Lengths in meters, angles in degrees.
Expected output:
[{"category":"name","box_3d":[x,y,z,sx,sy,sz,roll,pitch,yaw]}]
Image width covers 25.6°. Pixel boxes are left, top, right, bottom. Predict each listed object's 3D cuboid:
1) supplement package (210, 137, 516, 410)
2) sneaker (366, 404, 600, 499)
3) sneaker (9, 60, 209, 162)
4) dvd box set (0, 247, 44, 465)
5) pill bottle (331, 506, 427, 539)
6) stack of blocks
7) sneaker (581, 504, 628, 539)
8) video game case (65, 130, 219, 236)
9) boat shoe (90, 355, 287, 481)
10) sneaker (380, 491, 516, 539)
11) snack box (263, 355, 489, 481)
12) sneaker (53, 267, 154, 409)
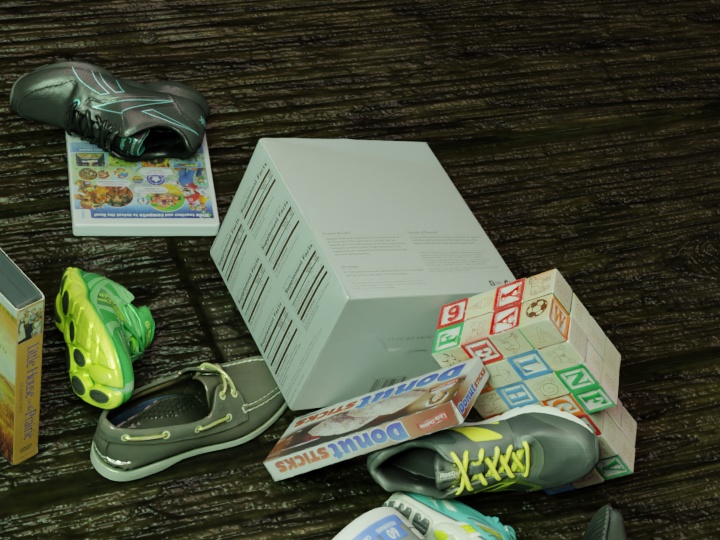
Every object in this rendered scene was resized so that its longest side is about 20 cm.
[{"category":"supplement package","box_3d":[0.000,0.000,1.442,0.191,0.147,0.200,-1,46,-34]},{"category":"sneaker","box_3d":[0.099,0.162,1.318,0.199,0.075,0.085,-4,16,17]},{"category":"sneaker","box_3d":[-0.250,-0.156,1.580,0.199,0.076,0.079,5,48,-8]},{"category":"dvd box set","box_3d":[-0.315,0.050,1.304,0.029,0.200,0.146,-30,60,-35]},{"category":"pill bottle","box_3d":[0.053,0.289,1.225,0.114,0.114,0.200,-30,59,-34]},{"category":"stack of blocks","box_3d":[0.164,0.100,1.358,0.115,0.200,0.059,-19,36,30]},{"category":"sneaker","box_3d":[0.218,0.292,1.296,0.088,0.074,0.200,12,58,-9]},{"category":"video game case","box_3d":[-0.225,-0.112,1.608,0.143,0.018,0.200,0,47,-14]},{"category":"boat shoe","box_3d":[-0.140,0.118,1.379,0.201,0.060,0.072,-22,54,-30]},{"category":"sneaker","box_3d":[0.107,0.236,1.313,0.200,0.078,0.080,34,36,29]},{"category":"snack box","box_3d":[0.012,0.126,1.331,0.024,0.200,0.072,59,34,-14]},{"category":"sneaker","box_3d":[-0.217,0.052,1.387,0.083,0.074,0.200,6,25,-20]}]
